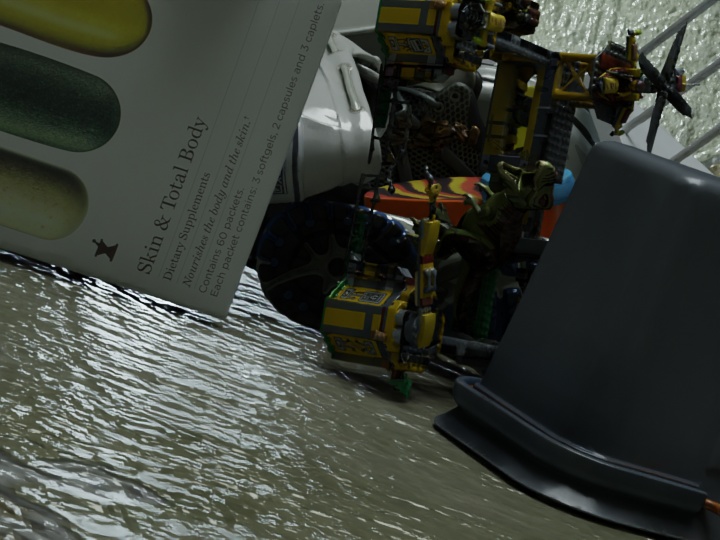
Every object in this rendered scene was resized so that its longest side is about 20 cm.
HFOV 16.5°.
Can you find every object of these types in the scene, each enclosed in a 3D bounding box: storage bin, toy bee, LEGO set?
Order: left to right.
[{"bbox_3d":[0.077,-0.031,1.068,0.116,0.200,0.154,7,-13,38],"label":"LEGO set"},{"bbox_3d":[0.107,-0.017,1.267,0.200,0.131,0.109,30,29,28],"label":"toy bee"},{"bbox_3d":[0.154,0.038,0.995,0.200,0.135,0.146,16,7,-25],"label":"storage bin"}]

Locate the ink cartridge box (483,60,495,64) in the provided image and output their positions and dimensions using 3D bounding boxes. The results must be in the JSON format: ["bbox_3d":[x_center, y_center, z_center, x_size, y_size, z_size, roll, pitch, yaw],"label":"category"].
[{"bbox_3d":[0.010,-0.113,1.539,0.116,0.200,0.067,17,7,-26],"label":"ink cartridge box"}]

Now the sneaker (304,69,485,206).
[{"bbox_3d":[-0.005,-0.070,1.329,0.199,0.114,0.076,16,5,-20],"label":"sneaker"}]

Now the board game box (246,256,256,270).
[{"bbox_3d":[0.000,0.000,1.358,0.105,0.023,0.200,25,8,24],"label":"board game box"}]

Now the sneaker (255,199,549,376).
[{"bbox_3d":[0.045,0.008,1.191,0.200,0.077,0.085,19,2,-11],"label":"sneaker"}]

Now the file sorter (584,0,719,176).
[{"bbox_3d":[0.228,-0.043,1.359,0.139,0.124,0.200,38,25,-35],"label":"file sorter"}]

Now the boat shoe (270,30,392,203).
[{"bbox_3d":[-0.017,-0.084,1.204,0.066,0.072,0.200,-2,16,0],"label":"boat shoe"}]

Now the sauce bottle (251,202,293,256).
[{"bbox_3d":[-0.131,-0.052,1.208,0.200,0.065,0.065,20,6,-19],"label":"sauce bottle"}]

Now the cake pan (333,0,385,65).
[{"bbox_3d":[-0.026,-0.159,1.398,0.200,0.037,0.200,-2,29,1],"label":"cake pan"}]

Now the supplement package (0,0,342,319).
[{"bbox_3d":[-0.141,-0.091,1.083,0.200,0.152,0.151,18,6,-20],"label":"supplement package"}]

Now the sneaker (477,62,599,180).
[{"bbox_3d":[0.110,-0.028,1.401,0.200,0.076,0.115,35,44,-20],"label":"sneaker"}]
